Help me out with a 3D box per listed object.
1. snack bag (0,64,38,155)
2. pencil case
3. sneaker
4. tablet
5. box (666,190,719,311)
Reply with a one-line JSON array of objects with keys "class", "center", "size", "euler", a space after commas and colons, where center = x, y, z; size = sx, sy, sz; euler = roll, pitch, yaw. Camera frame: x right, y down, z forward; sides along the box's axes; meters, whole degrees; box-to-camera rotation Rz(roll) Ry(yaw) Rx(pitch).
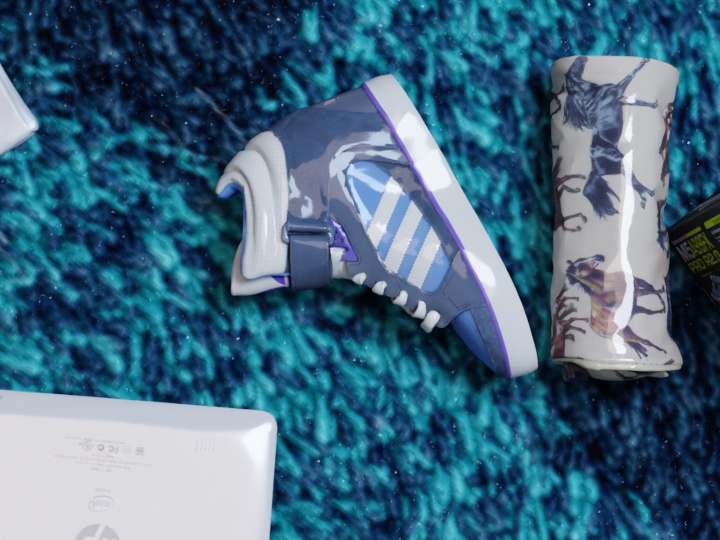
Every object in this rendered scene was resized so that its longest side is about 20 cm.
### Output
[{"class": "snack bag", "center": [-0.312, -0.111, 1.021], "size": [0.199, 0.021, 0.190], "euler": [-29, 86, -10]}, {"class": "pencil case", "center": [0.152, -0.034, 1.039], "size": [0.077, 0.089, 0.202], "euler": [-2, 81, 21]}, {"class": "sneaker", "center": [0.000, 0.000, 1.020], "size": [0.145, 0.081, 0.201], "euler": [-28, 89, -2]}, {"class": "tablet", "center": [-0.151, 0.140, 1.008], "size": [0.198, 0.014, 0.132], "euler": [5, 82, -6]}, {"class": "box", "center": [0.261, 0.014, 0.981], "size": [0.044, 0.200, 0.161], "euler": [-35, 86, -11]}]
